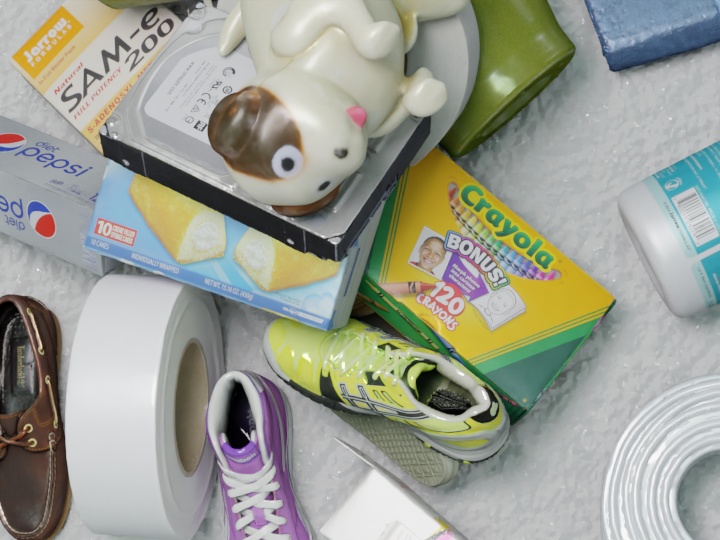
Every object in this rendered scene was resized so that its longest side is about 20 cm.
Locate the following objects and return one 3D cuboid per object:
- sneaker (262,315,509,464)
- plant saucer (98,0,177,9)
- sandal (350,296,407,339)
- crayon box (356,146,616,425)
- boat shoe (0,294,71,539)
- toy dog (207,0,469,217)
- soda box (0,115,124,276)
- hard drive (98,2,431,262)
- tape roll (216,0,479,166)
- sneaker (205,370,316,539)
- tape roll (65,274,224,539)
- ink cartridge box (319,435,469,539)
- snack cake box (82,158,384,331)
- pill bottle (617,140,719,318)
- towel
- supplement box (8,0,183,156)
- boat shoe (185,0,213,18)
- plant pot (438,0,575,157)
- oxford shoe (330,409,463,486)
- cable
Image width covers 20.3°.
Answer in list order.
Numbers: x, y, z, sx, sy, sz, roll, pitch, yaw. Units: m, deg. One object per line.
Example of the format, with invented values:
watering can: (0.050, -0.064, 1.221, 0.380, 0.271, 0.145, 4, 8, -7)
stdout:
sneaker: (0.021, 0.073, 1.504, 0.199, 0.076, 0.076, 20, 66, 11)
plant saucer: (-0.150, -0.272, 1.627, 0.199, 0.048, 0.200, -11, 38, -16)
sandal: (0.000, 0.000, 1.601, 0.200, 0.055, 0.082, 32, 86, 15)
crayon box: (0.081, 0.008, 1.549, 0.200, 0.058, 0.119, 40, 70, 4)
boat shoe: (-0.275, 0.119, 1.620, 0.070, 0.070, 0.201, -8, 78, 7)
toy dog: (-0.035, -0.139, 1.361, 0.193, 0.140, 0.201, -3, 56, 25)
soda box: (-0.256, -0.065, 1.615, 0.200, 0.064, 0.068, 22, 39, 32)
hard drive: (-0.067, -0.100, 1.438, 0.200, 0.038, 0.140, 27, 62, 16)
tape roll: (-0.011, -0.167, 1.498, 0.202, 0.037, 0.204, 8, 117, 17)
sneaker: (-0.084, 0.175, 1.551, 0.072, 0.114, 0.201, -14, 78, 6)
tape roll: (-0.160, 0.104, 1.534, 0.071, 0.202, 0.203, 1, 79, 10)
ink cartridge box: (0.043, 0.214, 1.517, 0.200, 0.116, 0.068, 40, 88, 16)
snack cake box: (-0.091, -0.042, 1.492, 0.199, 0.067, 0.115, 18, 97, 12)
pill bottle: (0.304, -0.053, 1.528, 0.199, 0.111, 0.111, -26, 75, 4)
towel: (0.275, -0.235, 1.604, 0.199, 0.049, 0.112, -18, 76, 6)
supplement box: (-0.173, -0.143, 1.652, 0.200, 0.074, 0.126, 43, 88, 15)
boat shoe: (-0.132, -0.112, 1.563, 0.062, 0.073, 0.201, -3, 88, 1)
plant pot: (0.061, -0.200, 1.573, 0.200, 0.200, 0.193, -41, 85, 0)
oxford shoe: (0.015, 0.089, 1.582, 0.058, 0.075, 0.200, -29, 61, -38)
cable: (0.277, 0.178, 1.506, 0.200, 0.069, 0.200, 31, 85, 15)
